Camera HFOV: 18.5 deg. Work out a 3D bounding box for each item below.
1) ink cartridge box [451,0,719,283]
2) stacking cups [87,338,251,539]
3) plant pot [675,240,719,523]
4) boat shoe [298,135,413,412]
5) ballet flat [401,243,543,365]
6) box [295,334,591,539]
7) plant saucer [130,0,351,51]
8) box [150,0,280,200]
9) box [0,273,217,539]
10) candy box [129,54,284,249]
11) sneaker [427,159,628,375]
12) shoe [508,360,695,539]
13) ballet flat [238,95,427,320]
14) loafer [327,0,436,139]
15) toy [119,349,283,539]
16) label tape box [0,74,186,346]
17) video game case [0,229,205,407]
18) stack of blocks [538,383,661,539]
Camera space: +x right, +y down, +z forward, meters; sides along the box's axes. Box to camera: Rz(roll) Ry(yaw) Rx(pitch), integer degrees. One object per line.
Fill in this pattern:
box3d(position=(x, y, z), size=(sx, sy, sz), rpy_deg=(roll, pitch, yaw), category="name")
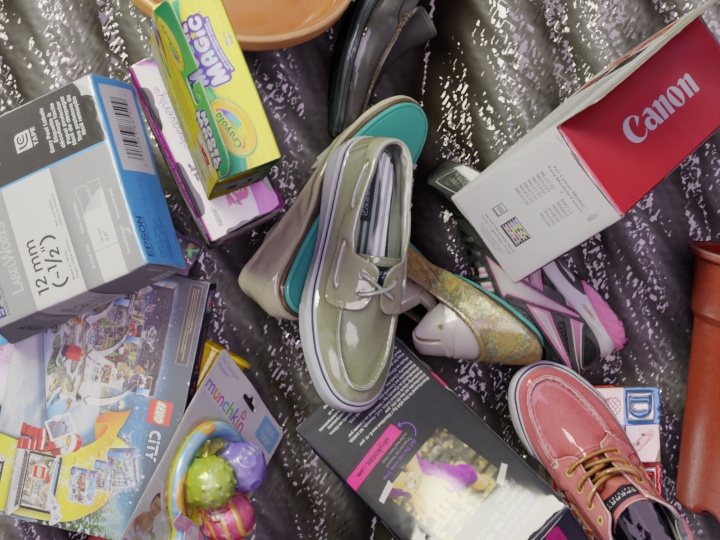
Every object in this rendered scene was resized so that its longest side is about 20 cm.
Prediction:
box3d(position=(0.192, -0.100, 1.608), size=(0.084, 0.175, 0.200), rpy_deg=(53, 51, -3), category="ink cartridge box")
box3d(position=(-0.158, 0.143, 1.674), size=(0.060, 0.061, 0.201), rpy_deg=(30, 89, -4), category="stacking cups")
box3d(position=(0.326, 0.093, 1.662), size=(0.199, 0.201, 0.197), rpy_deg=(10, 97, -5), category="plant pot")
box3d(position=(0.000, 0.000, 1.581), size=(0.071, 0.062, 0.202), rpy_deg=(5, 83, -25), category="boat shoe")
box3d(position=(0.045, 0.024, 1.661), size=(0.200, 0.071, 0.071), rpy_deg=(37, 86, 20), category="ballet flat")
box3d(position=(0.065, 0.162, 1.620), size=(0.106, 0.122, 0.200), rpy_deg=(-44, 61, -4), category="box")
box3d(position=(-0.099, -0.234, 1.646), size=(0.198, 0.038, 0.201), rpy_deg=(9, 51, -11), category="plant saucer")
box3d(position=(-0.095, -0.112, 1.407), size=(0.048, 0.200, 0.118), rpy_deg=(-21, 91, -4), category="box")
box3d(position=(-0.193, 0.093, 1.632), size=(0.135, 0.038, 0.202), rpy_deg=(12, 90, 4), category="box")
box3d(position=(-0.113, -0.090, 1.606), size=(0.061, 0.200, 0.137), rpy_deg=(-25, 90, -4), category="candy box")
box3d(position=(0.114, 0.006, 1.689), size=(0.086, 0.080, 0.200), rpy_deg=(-42, 92, -1), category="sneaker")
box3d(position=(0.183, 0.153, 1.628), size=(0.071, 0.091, 0.201), rpy_deg=(-34, 92, -5), category="shoe")
box3d(position=(-0.024, -0.051, 1.646), size=(0.069, 0.069, 0.201), rpy_deg=(36, 69, -4), category="ballet flat")
box3d(position=(0.025, -0.191, 1.687), size=(0.072, 0.073, 0.202), rpy_deg=(17, 89, -10), category="loafer")
box3d(position=(-0.108, 0.174, 1.616), size=(0.047, 0.115, 0.201), rpy_deg=(13, 60, 33), category="toy")
box3d(position=(-0.238, -0.035, 1.582), size=(0.199, 0.066, 0.144), rpy_deg=(-22, 80, 20), category="label tape box")
box3d(position=(-0.245, 0.015, 1.675), size=(0.199, 0.036, 0.182), rpy_deg=(27, 88, -5), category="video game case")
box3d(position=(0.172, 0.190, 1.702), size=(0.114, 0.059, 0.202), rpy_deg=(-1, 90, -6), category="stack of blocks")
